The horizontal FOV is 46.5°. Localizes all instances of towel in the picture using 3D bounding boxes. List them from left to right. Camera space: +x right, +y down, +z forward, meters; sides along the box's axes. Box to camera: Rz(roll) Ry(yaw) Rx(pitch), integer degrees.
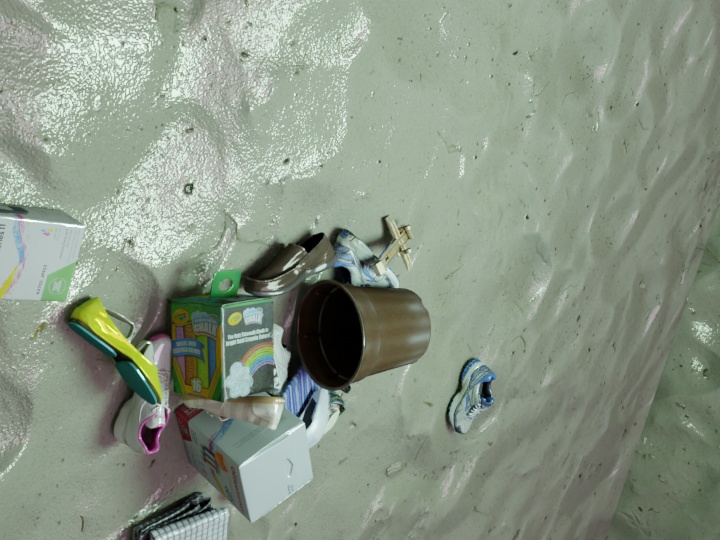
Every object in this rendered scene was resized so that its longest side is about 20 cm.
[{"bbox_3d":[-0.339,0.522,1.547,0.165,0.085,0.201,-14,123,-40],"label":"towel"},{"bbox_3d":[-0.102,0.237,1.619,0.200,0.024,0.145,-54,151,-46],"label":"towel"}]

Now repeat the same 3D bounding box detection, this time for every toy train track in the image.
[{"bbox_3d":[0.073,-0.042,1.635,0.115,0.032,0.200,65,30,-14],"label":"toy train track"}]

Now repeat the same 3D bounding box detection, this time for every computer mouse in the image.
[{"bbox_3d":[-0.074,0.273,1.631,0.110,0.044,0.201,77,34,-50],"label":"computer mouse"}]

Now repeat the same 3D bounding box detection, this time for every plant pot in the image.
[{"bbox_3d":[0.014,0.114,1.576,0.198,0.200,0.201,-2,113,-41],"label":"plant pot"}]

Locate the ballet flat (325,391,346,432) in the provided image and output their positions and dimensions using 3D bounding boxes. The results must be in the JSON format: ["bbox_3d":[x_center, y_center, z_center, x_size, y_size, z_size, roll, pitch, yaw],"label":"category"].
[{"bbox_3d":[-0.107,0.320,1.690,0.200,0.074,0.074,-42,136,-22],"label":"ballet flat"}]

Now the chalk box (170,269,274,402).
[{"bbox_3d":[-0.225,0.099,1.368,0.125,0.123,0.201,-6,97,-53],"label":"chalk box"}]

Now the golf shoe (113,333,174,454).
[{"bbox_3d":[-0.334,0.205,1.365,0.075,0.091,0.201,8,104,-48],"label":"golf shoe"}]

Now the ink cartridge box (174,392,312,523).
[{"bbox_3d":[-0.203,0.307,1.476,0.144,0.200,0.146,-31,131,-32],"label":"ink cartridge box"}]

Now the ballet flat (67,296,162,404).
[{"bbox_3d":[-0.359,0.119,1.284,0.200,0.067,0.067,52,54,-26],"label":"ballet flat"}]

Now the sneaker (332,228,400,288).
[{"bbox_3d":[0.000,0.000,1.633,0.085,0.077,0.200,-48,132,-1],"label":"sneaker"}]

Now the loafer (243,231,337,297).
[{"bbox_3d":[-0.129,-0.015,1.486,0.200,0.073,0.071,-30,121,-39],"label":"loafer"}]

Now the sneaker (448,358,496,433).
[{"bbox_3d":[0.283,0.326,2.087,0.077,0.085,0.201,-7,117,-44],"label":"sneaker"}]

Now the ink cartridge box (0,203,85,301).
[{"bbox_3d":[-0.478,-0.026,1.097,0.199,0.067,0.118,5,108,-48],"label":"ink cartridge box"}]

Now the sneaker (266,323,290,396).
[{"bbox_3d":[-0.159,0.185,1.561,0.081,0.075,0.201,-41,137,-36],"label":"sneaker"}]

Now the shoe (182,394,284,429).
[{"bbox_3d":[-0.217,0.230,1.394,0.070,0.199,0.054,11,80,-61],"label":"shoe"}]
